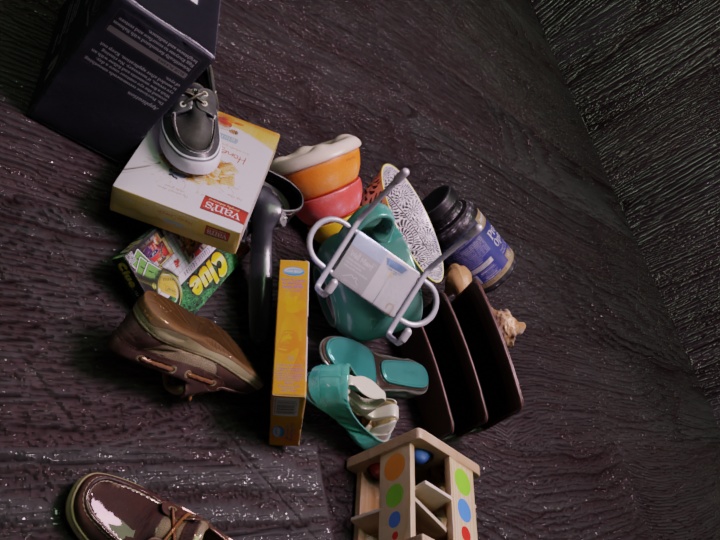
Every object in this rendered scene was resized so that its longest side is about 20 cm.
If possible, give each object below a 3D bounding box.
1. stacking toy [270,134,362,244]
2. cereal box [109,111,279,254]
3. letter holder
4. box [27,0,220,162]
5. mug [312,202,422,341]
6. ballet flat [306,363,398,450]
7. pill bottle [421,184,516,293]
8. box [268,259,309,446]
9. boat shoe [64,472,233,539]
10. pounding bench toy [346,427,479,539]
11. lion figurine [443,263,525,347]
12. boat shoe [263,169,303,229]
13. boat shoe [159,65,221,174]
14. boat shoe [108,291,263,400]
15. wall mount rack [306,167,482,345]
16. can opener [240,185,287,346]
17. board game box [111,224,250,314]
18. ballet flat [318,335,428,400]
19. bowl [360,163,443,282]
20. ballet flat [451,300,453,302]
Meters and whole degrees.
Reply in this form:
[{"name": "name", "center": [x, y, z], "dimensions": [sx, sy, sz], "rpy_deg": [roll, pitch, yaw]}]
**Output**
[{"name": "stacking toy", "center": [-0.043, -0.085, 1.026], "dimensions": [0.146, 0.145, 0.202], "rpy_deg": [-40, 115, -58]}, {"name": "cereal box", "center": [-0.183, -0.117, 0.810], "dimensions": [0.142, 0.040, 0.201], "rpy_deg": [19, 41, -9]}, {"name": "letter holder", "center": [0.141, 0.132, 1.032], "dimensions": [0.099, 0.142, 0.202], "rpy_deg": [-8, 67, -23]}, {"name": "box", "center": [-0.255, -0.267, 0.777], "dimensions": [0.117, 0.199, 0.199], "rpy_deg": [28, 44, -36]}, {"name": "mug", "center": [-0.002, 0.003, 0.947], "dimensions": [0.152, 0.113, 0.187], "rpy_deg": [-154, -132, -71]}, {"name": "ballet flat", "center": [0.007, 0.173, 0.863], "dimensions": [0.200, 0.070, 0.068], "rpy_deg": [49, 38, -46]}, {"name": "pill bottle", "center": [0.195, -0.059, 1.319], "dimensions": [0.200, 0.111, 0.112], "rpy_deg": [47, 34, -20]}, {"name": "box", "center": [-0.082, 0.085, 0.815], "dimensions": [0.041, 0.120, 0.202], "rpy_deg": [2, 51, -8]}, {"name": "boat shoe", "center": [-0.162, 0.237, 0.617], "dimensions": [0.200, 0.072, 0.073], "rpy_deg": [46, 34, -21]}, {"name": "pounding bench toy", "center": [0.089, 0.307, 0.861], "dimensions": [0.199, 0.124, 0.157], "rpy_deg": [37, 38, -31]}, {"name": "lion figurine", "center": [0.176, 0.052, 1.119], "dimensions": [0.072, 0.123, 0.201], "rpy_deg": [-28, 64, -17]}, {"name": "boat shoe", "center": [-0.164, -0.120, 0.912], "dimensions": [0.200, 0.063, 0.074], "rpy_deg": [26, 51, -34]}, {"name": "boat shoe", "center": [-0.196, -0.190, 0.805], "dimensions": [0.068, 0.057, 0.201], "rpy_deg": [2, 45, -21]}, {"name": "boat shoe", "center": [-0.175, 0.092, 0.717], "dimensions": [0.072, 0.072, 0.200], "rpy_deg": [46, 0, 33]}, {"name": "wall mount rack", "center": [0.042, -0.016, 0.838], "dimensions": [0.199, 0.175, 0.074], "rpy_deg": [34, -3, -19]}, {"name": "can opener", "center": [-0.125, -0.010, 0.858], "dimensions": [0.063, 0.077, 0.203], "rpy_deg": [93, -7, -83]}, {"name": "board game box", "center": [-0.195, -0.019, 0.802], "dimensions": [0.106, 0.023, 0.201], "rpy_deg": [68, 27, -24]}, {"name": "ballet flat", "center": [0.009, 0.141, 0.945], "dimensions": [0.199, 0.063, 0.068], "rpy_deg": [21, 51, -38]}, {"name": "bowl", "center": [0.047, -0.056, 1.111], "dimensions": [0.201, 0.093, 0.202], "rpy_deg": [50, 26, -34]}, {"name": "ballet flat", "center": [0.181, 0.136, 1.184], "dimensions": [0.070, 0.067, 0.202], "rpy_deg": [8, 55, -22]}]
